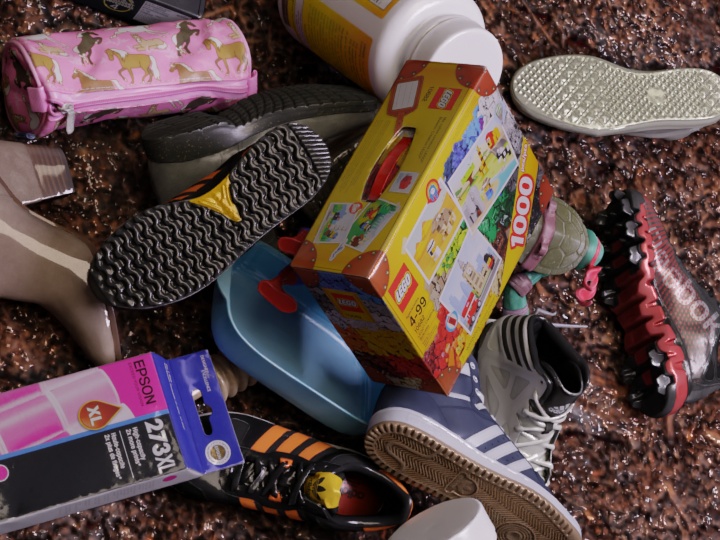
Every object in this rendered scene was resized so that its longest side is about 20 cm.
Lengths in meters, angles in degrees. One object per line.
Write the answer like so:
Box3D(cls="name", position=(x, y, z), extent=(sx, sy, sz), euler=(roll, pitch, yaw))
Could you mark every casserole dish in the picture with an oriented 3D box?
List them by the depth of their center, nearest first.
Box3D(cls="casserole dish", position=(-0.046, 0.056, 1.655), extent=(0.200, 0.039, 0.122), euler=(34, 36, -28))

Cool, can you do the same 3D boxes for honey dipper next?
Box3D(cls="honey dipper", position=(-0.156, 0.111, 1.612), extent=(0.200, 0.038, 0.038), euler=(-31, 86, -31))

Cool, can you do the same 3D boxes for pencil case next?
Box3D(cls="pencil case", position=(-0.181, -0.152, 1.675), extent=(0.199, 0.083, 0.087), euler=(-10, 75, -31))

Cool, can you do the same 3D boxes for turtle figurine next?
Box3D(cls="turtle figurine", position=(0.130, -0.032, 1.768), extent=(0.199, 0.101, 0.151), euler=(21, 63, -27))

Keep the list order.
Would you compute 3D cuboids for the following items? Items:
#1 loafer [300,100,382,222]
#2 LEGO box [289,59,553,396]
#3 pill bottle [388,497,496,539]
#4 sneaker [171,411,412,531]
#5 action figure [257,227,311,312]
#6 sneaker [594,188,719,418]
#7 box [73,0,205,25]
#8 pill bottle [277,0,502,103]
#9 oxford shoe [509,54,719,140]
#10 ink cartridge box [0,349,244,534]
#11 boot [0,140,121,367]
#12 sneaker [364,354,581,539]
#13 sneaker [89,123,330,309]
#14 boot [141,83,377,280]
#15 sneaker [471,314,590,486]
Box3D(cls="loafer", position=(0.020, -0.108, 1.771), extent=(0.200, 0.067, 0.076), euler=(-34, 127, -21))
Box3D(cls="LEGO box", position=(0.050, -0.033, 1.599), extent=(0.201, 0.077, 0.149), euler=(-61, 139, -26))
Box3D(cls="pill bottle", position=(0.096, 0.277, 1.604), extent=(0.111, 0.111, 0.201), euler=(-36, 106, -33))
Box3D(cls="sneaker", position=(-0.052, 0.153, 1.606), extent=(0.199, 0.090, 0.070), euler=(15, 86, -23))
Box3D(cls="action figure", position=(0.000, 0.000, 1.660), extent=(0.099, 0.065, 0.200), euler=(31, 18, 8))
Box3D(cls="sneaker", position=(0.262, 0.025, 1.841), extent=(0.097, 0.071, 0.202), euler=(-6, 76, -29))
Box3D(cls="box", position=(-0.214, -0.293, 1.733), extent=(0.199, 0.049, 0.162), euler=(19, 60, -20))
Box3D(cls="pill bottle", position=(0.026, -0.197, 1.726), extent=(0.109, 0.110, 0.200), euler=(-14, 35, -31))
Box3D(cls="oxford shoe", position=(0.228, -0.150, 1.904), extent=(0.199, 0.058, 0.076), euler=(1, 76, -11))
Box3D(cls="ink cartridge box", position=(-0.191, 0.121, 1.555), extent=(0.199, 0.037, 0.095), euler=(-14, 71, -16))
Box3D(cls="boot", position=(-0.272, -0.005, 1.586), extent=(0.146, 0.070, 0.201), euler=(-14, 77, -24))
Box3D(cls="sneaker", position=(0.095, 0.138, 1.655), extent=(0.200, 0.070, 0.109), euler=(35, 37, -18))
Box3D(cls="sneaker", position=(-0.111, -0.033, 1.586), extent=(0.200, 0.090, 0.070), euler=(-35, 90, -8))
Box3D(cls="boot", position=(-0.077, -0.068, 1.682), extent=(0.199, 0.068, 0.131), euler=(-15, 112, -19))
Box3D(cls="sneaker", position=(0.130, 0.131, 1.696), extent=(0.075, 0.115, 0.202), euler=(0, 80, -27))
